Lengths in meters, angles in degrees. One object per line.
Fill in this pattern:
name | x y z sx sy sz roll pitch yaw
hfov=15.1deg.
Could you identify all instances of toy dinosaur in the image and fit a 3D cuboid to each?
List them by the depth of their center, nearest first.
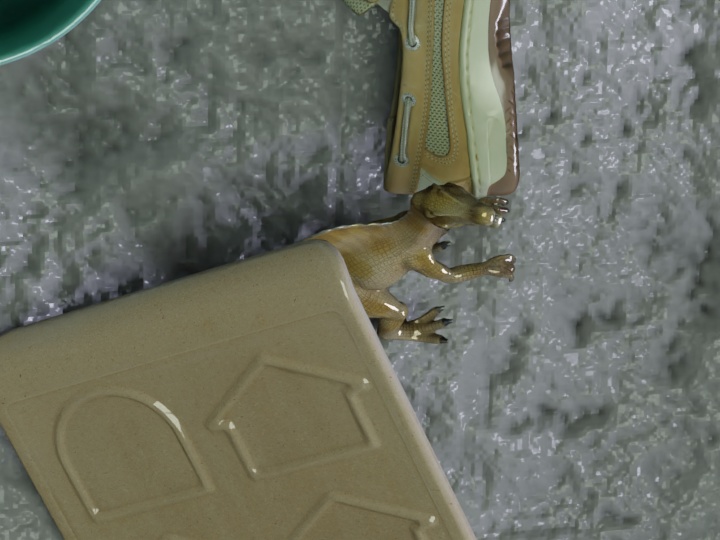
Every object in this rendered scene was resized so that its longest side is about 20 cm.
toy dinosaur | 0.000 0.000 1.217 0.101 0.200 0.058 8 59 -44

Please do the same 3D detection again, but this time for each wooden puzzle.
wooden puzzle | -0.049 0.093 1.209 0.185 0.046 0.200 -16 108 23

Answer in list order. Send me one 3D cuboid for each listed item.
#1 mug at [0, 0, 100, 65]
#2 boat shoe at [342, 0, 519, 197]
mug | -0.157 -0.167 1.102 0.185 0.114 0.152 -13 107 -14
boat shoe | 0.027 -0.128 1.198 0.076 0.072 0.201 -4 102 2
